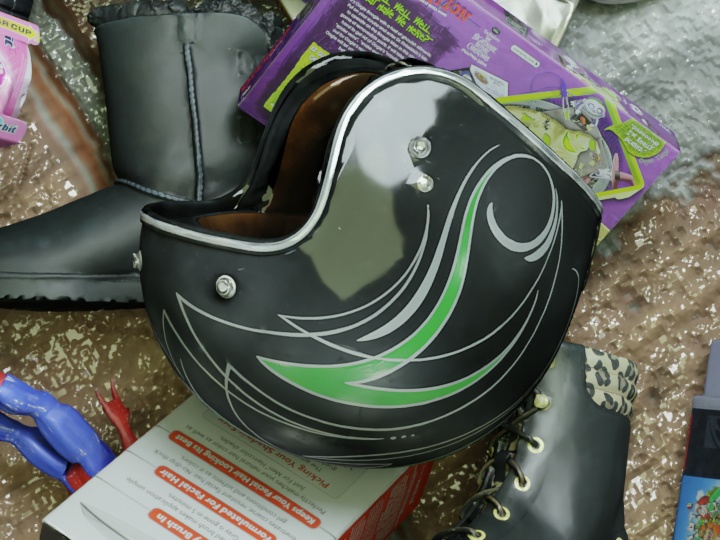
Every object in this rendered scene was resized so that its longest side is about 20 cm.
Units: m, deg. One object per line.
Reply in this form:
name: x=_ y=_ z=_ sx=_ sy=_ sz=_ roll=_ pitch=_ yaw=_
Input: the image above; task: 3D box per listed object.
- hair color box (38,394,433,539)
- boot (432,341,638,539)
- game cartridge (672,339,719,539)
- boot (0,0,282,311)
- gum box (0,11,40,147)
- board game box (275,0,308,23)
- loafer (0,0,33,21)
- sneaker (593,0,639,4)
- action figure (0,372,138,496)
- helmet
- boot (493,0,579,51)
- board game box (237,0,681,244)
hair color box: x=-0.057 y=0.119 z=1.033 sx=0.111 sy=0.200 sz=0.064 roll=31 pitch=129 yaw=17
boot: x=0.067 y=0.110 z=1.063 sx=0.203 sy=0.073 sz=0.154 roll=13 pitch=77 yaw=-40
game cartridge: x=0.217 y=0.137 z=1.076 sx=0.129 sy=0.038 sz=0.201 roll=3 pitch=81 yaw=44
boot: x=-0.124 y=-0.061 z=1.117 sx=0.198 sy=0.073 sz=0.163 roll=-1 pitch=86 yaw=-7
gum box: x=-0.262 y=-0.103 z=1.046 sx=0.200 sy=0.113 sz=0.066 roll=1 pitch=80 yaw=44
board game box: x=0.017 y=-0.136 z=1.149 sx=0.095 sy=0.030 sz=0.200 roll=-31 pitch=82 yaw=-4
loafer: x=-0.222 y=-0.113 z=1.126 sx=0.063 sy=0.072 sz=0.201 roll=14 pitch=87 yaw=6
sneaker: x=0.193 y=-0.221 z=1.105 sx=0.200 sy=0.131 sz=0.080 roll=-37 pitch=86 yaw=-3
action figure: x=-0.146 y=0.098 z=1.103 sx=0.200 sy=0.052 sz=0.065 roll=43 pitch=126 yaw=-8
helmet: x=0.000 y=0.000 z=0.997 sx=0.200 sy=0.200 sz=0.191 roll=37 pitch=88 yaw=4
boot: x=0.031 y=-0.198 z=1.108 sx=0.199 sy=0.073 sz=0.182 roll=20 pitch=96 yaw=7
board game box: x=0.051 y=-0.077 z=1.085 sx=0.200 sy=0.032 sz=0.120 roll=34 pitch=116 yaw=-16
